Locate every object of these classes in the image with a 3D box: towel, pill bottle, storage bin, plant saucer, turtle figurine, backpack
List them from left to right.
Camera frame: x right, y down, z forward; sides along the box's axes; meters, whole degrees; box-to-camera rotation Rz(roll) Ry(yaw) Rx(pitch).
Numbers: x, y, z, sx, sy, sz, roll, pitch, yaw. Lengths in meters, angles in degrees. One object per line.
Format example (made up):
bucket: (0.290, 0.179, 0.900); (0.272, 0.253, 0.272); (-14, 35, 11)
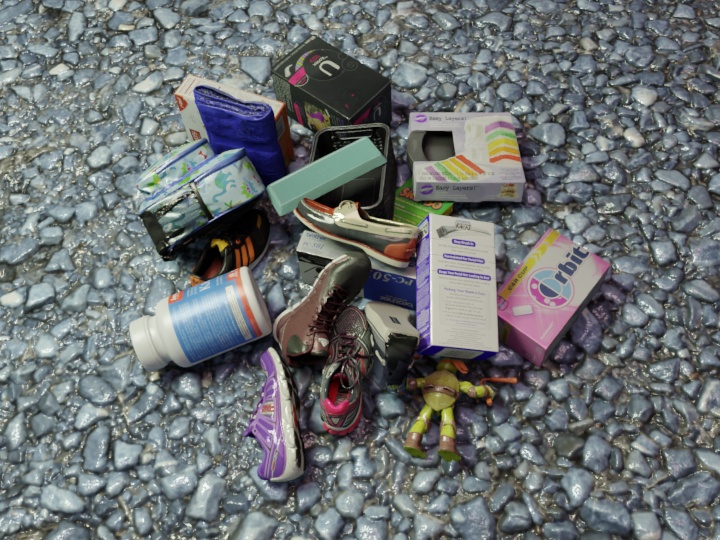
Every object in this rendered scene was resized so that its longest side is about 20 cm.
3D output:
backpack: (-0.263, -0.131, 1.303); (0.198, 0.183, 0.148); (-29, 103, -6)
pill bottle: (-0.244, 0.080, 1.228); (0.198, 0.113, 0.113); (-22, 58, -2)
towel: (-0.204, -0.218, 1.370); (0.146, 0.201, 0.050); (20, 63, 16)
plant saucer: (-0.057, -0.158, 1.305); (0.198, 0.019, 0.070); (-29, 50, -8)
storage bin: (-0.014, -0.143, 1.355); (0.133, 0.094, 0.202); (-2, 51, 12)
turtle figurine: (0.126, 0.191, 1.169); (0.197, 0.065, 0.163); (9, 58, 9)

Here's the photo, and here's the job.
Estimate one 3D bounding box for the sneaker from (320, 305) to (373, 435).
sneaker: (-0.017, 0.141, 1.205); (0.079, 0.075, 0.202); (2, 57, 5)

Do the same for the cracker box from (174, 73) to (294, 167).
cracker box: (-0.223, -0.259, 1.436); (0.198, 0.135, 0.058); (20, 60, 16)

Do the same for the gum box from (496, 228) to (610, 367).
gum box: (0.292, 0.036, 1.257); (0.113, 0.066, 0.200); (34, 65, 21)

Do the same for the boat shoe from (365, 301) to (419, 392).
boat shoe: (0.038, 0.111, 1.199); (0.074, 0.200, 0.094); (12, 100, -6)

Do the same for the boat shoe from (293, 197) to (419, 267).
boat shoe: (-0.006, -0.071, 1.218); (0.198, 0.063, 0.071); (24, 22, 12)

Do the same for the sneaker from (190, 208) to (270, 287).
sneaker: (-0.211, -0.035, 1.318); (0.069, 0.090, 0.201); (22, 62, 17)

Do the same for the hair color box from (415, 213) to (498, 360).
hair color box: (0.141, 0.025, 1.188); (0.108, 0.065, 0.203); (8, 71, -16)

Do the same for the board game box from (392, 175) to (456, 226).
board game box: (0.069, -0.083, 1.369); (0.095, 0.030, 0.200); (37, 70, 25)

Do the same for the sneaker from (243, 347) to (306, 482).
sneaker: (-0.132, 0.207, 1.170); (0.082, 0.081, 0.202); (-12, 57, 4)

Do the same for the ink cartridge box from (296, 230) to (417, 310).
ink cartridge box: (0.000, 0.000, 1.281); (0.197, 0.095, 0.045); (13, 58, 11)

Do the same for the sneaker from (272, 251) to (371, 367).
sneaker: (-0.046, 0.073, 1.199); (0.200, 0.075, 0.116); (-46, 36, 18)

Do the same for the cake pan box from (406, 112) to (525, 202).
cake pan box: (0.178, -0.201, 1.408); (0.197, 0.053, 0.186); (1, 48, -1)

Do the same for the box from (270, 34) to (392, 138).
box: (-0.053, -0.324, 1.484); (0.199, 0.107, 0.122); (35, 66, 22)
